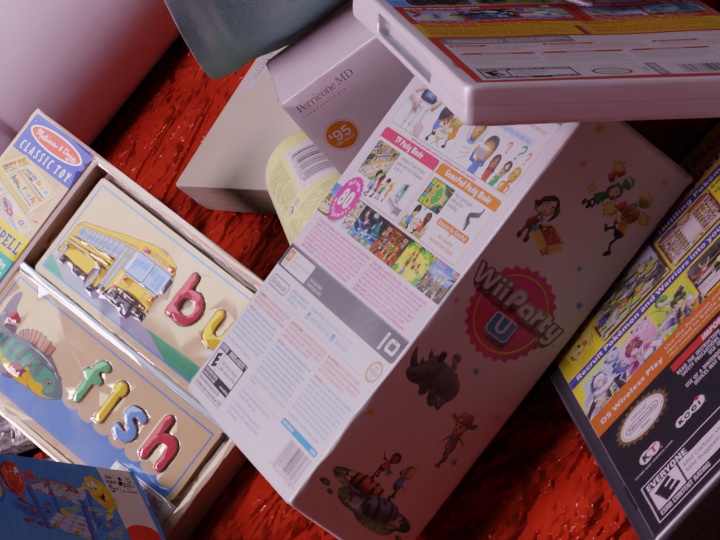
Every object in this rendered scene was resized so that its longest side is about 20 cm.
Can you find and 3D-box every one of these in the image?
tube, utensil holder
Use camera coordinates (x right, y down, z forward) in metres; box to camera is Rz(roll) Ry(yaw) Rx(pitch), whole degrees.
[{"bbox_3d":[0.000,0.000,1.178,0.200,0.052,0.058,-117,28,-57],"label":"tube"},{"bbox_3d":[-0.200,-0.175,1.599,0.200,0.170,0.170,-50,25,-2],"label":"utensil holder"}]

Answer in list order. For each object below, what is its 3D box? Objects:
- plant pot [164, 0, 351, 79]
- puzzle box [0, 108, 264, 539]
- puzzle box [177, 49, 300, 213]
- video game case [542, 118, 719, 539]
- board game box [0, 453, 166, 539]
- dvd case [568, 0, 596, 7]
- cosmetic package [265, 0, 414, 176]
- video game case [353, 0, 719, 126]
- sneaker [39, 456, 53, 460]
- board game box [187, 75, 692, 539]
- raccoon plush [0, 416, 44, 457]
[{"bbox_3d":[-0.037,-0.206,1.166,0.134,0.201,0.201,-18,33,7],"label":"plant pot"},{"bbox_3d":[-0.125,0.027,1.223,0.200,0.025,0.133,36,88,22],"label":"puzzle box"},{"bbox_3d":[-0.015,-0.120,1.352,0.200,0.025,0.133,-58,22,-11],"label":"puzzle box"},{"bbox_3d":[0.157,-0.004,0.940,0.200,0.025,0.181,-47,26,12],"label":"video game case"},{"bbox_3d":[-0.220,0.163,1.131,0.200,0.195,0.056,-46,55,24],"label":"board game box"},{"bbox_3d":[0.060,-0.216,1.085,0.016,0.148,0.201,102,-172,-59],"label":"dvd case"},{"bbox_3d":[0.061,-0.117,1.141,0.200,0.083,0.051,-36,29,11],"label":"cosmetic package"},{"bbox_3d":[0.086,-0.092,1.011,0.200,0.142,0.018,-124,34,-68],"label":"video game case"},{"bbox_3d":[-0.193,0.139,1.278,0.200,0.080,0.074,-38,27,24],"label":"sneaker"},{"bbox_3d":[0.027,0.006,1.040,0.200,0.064,0.148,-54,27,2],"label":"board game box"},{"bbox_3d":[-0.146,0.016,1.290,0.199,0.135,0.097,-20,-9,13],"label":"raccoon plush"}]
